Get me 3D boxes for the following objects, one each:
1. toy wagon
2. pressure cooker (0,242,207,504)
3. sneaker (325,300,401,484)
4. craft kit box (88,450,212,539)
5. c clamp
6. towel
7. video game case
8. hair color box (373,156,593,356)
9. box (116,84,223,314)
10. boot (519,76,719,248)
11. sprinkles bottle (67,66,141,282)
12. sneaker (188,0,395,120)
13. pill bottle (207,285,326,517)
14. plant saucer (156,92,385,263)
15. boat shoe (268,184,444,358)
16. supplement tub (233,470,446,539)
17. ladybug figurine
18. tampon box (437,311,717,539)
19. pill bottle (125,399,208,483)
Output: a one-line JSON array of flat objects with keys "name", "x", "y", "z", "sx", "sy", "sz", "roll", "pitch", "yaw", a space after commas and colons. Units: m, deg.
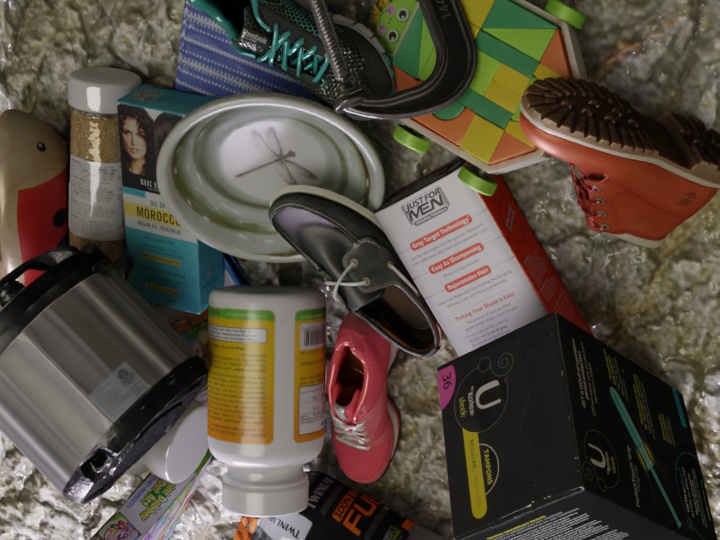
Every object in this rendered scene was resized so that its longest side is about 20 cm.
[{"name": "toy wagon", "x": 0.080, "y": -0.163, "z": 0.962, "sx": 0.199, "sy": 0.039, "sz": 0.157, "roll": 34, "pitch": 105, "yaw": 23}, {"name": "pressure cooker", "x": -0.256, "y": 0.081, "z": 1.092, "sx": 0.200, "sy": 0.176, "sz": 0.179, "roll": 43, "pitch": 121, "yaw": 4}, {"name": "sneaker", "x": -0.009, "y": 0.124, "z": 1.147, "sx": 0.073, "sy": 0.087, "sz": 0.203, "roll": 12, "pitch": 119, "yaw": 21}, {"name": "craft kit box", "x": -0.248, "y": 0.299, "z": 1.281, "sx": 0.048, "sy": 0.198, "sz": 0.201, "roll": 34, "pitch": 125, "yaw": 8}, {"name": "c clamp", "x": -0.006, "y": -0.200, "z": 0.940, "sx": 0.169, "sy": 0.027, "sz": 0.202, "roll": -24, "pitch": 80, "yaw": -6}, {"name": "towel", "x": -0.100, "y": -0.164, "z": 1.094, "sx": 0.143, "sy": 0.024, "sz": 0.202, "roll": 22, "pitch": 123, "yaw": 12}, {"name": "video game case", "x": -0.164, "y": 0.041, "z": 1.223, "sx": 0.142, "sy": 0.018, "sz": 0.202, "roll": -26, "pitch": 101, "yaw": 32}, {"name": "hair color box", "x": 0.108, "y": 0.006, "z": 1.049, "sx": 0.101, "sy": 0.061, "sz": 0.201, "roll": -25, "pitch": 102, "yaw": 32}, {"name": "box", "x": -0.175, "y": -0.065, "z": 1.134, "sx": 0.081, "sy": 0.049, "sz": 0.203, "roll": 12, "pitch": 120, "yaw": 20}, {"name": "boot", "x": 0.184, "y": -0.073, "z": 0.914, "sx": 0.198, "sy": 0.076, "sz": 0.108, "roll": 16, "pitch": 130, "yaw": -29}, {"name": "sprinkles bottle", "x": -0.244, "y": -0.087, "z": 1.157, "sx": 0.067, "sy": 0.068, "sz": 0.203, "roll": 14, "pitch": 113, "yaw": 19}, {"name": "sneaker", "x": -0.062, "y": -0.184, "z": 0.979, "sx": 0.199, "sy": 0.091, "sz": 0.078, "roll": 40, "pitch": 126, "yaw": 15}, {"name": "pill bottle", "x": -0.087, "y": 0.118, "z": 1.131, "sx": 0.110, "sy": 0.111, "sz": 0.203, "roll": 3, "pitch": 94, "yaw": 24}, {"name": "plant saucer", "x": -0.076, "y": -0.089, "z": 1.058, "sx": 0.197, "sy": 0.051, "sz": 0.202, "roll": 1, "pitch": 139, "yaw": 1}, {"name": "boat shoe", "x": 0.000, "y": 0.000, "z": 1.059, "sx": 0.199, "sy": 0.068, "sz": 0.072, "roll": 40, "pitch": 130, "yaw": -20}, {"name": "supplement tub", "x": -0.019, "y": 0.280, "z": 1.206, "sx": 0.198, "sy": 0.123, "sz": 0.124, "roll": 26, "pitch": 123, "yaw": 11}, {"name": "ladybug figurine", "x": -0.320, "y": -0.062, "z": 1.191, "sx": 0.071, "sy": 0.137, "sz": 0.202, "roll": 2, "pitch": 130, "yaw": -9}, {"name": "tampon box", "x": 0.173, "y": 0.154, "z": 0.984, "sx": 0.125, "sy": 0.152, "sz": 0.199, "roll": -29, "pitch": 139, "yaw": 33}, {"name": "pill bottle", "x": -0.253, "y": 0.140, "z": 1.247, "sx": 0.198, "sy": 0.112, "sz": 0.114, "roll": 21, "pitch": 122, "yaw": 22}]
